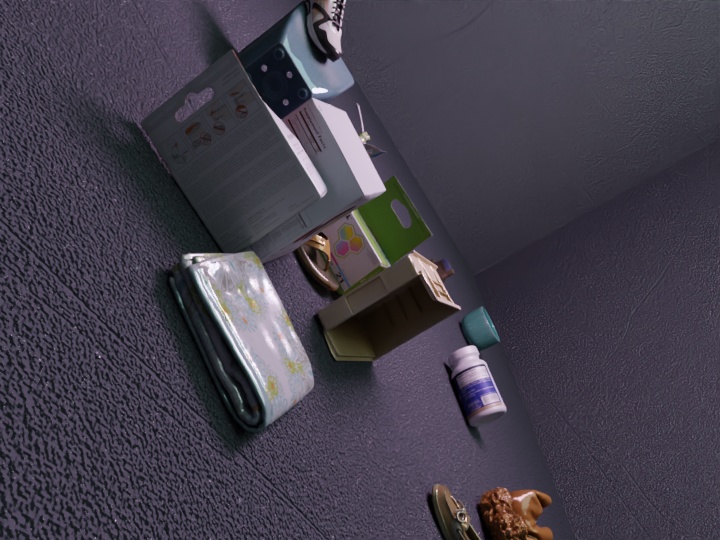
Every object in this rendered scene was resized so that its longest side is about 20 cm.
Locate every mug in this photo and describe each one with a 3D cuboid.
[{"bbox_3d":[0.477,0.250,2.205,0.187,0.112,0.153,55,16,-25],"label":"mug"}]

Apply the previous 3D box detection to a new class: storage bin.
[{"bbox_3d":[0.052,0.068,0.960,0.096,0.197,0.198,63,16,17],"label":"storage bin"}]

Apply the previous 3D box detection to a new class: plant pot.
[{"bbox_3d":[-0.149,-0.398,1.133,0.199,0.192,0.202,55,22,-21],"label":"plant pot"}]

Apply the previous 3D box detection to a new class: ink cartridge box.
[{"bbox_3d":[0.013,-0.071,1.047,0.150,0.198,0.075,58,15,15],"label":"ink cartridge box"},{"bbox_3d":[-0.159,-0.142,0.703,0.203,0.157,0.047,58,17,-11],"label":"ink cartridge box"}]

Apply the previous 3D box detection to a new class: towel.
[{"bbox_3d":[-0.128,0.072,0.652,0.204,0.047,0.171,64,16,4],"label":"towel"}]

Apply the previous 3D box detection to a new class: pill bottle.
[{"bbox_3d":[0.327,0.328,1.579,0.115,0.114,0.204,37,29,-55],"label":"pill bottle"}]

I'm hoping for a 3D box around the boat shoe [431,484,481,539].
[{"bbox_3d":[0.190,0.472,0.984,0.205,0.062,0.073,64,16,7],"label":"boat shoe"}]

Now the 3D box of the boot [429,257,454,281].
[{"bbox_3d":[0.312,-0.006,2.133,0.076,0.095,0.201,55,17,-21],"label":"boot"}]

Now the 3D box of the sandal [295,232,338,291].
[{"bbox_3d":[-0.087,-0.057,0.991,0.204,0.053,0.080,64,15,5],"label":"sandal"}]

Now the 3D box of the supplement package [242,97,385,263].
[{"bbox_3d":[-0.089,-0.130,0.837,0.150,0.197,0.191,59,16,-2],"label":"supplement package"}]

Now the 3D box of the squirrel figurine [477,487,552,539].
[{"bbox_3d":[0.341,0.589,1.213,0.198,0.140,0.190,34,38,-31],"label":"squirrel figurine"}]

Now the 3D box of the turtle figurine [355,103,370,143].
[{"bbox_3d":[-0.026,-0.320,1.480,0.195,0.141,0.203,54,20,-38],"label":"turtle figurine"}]

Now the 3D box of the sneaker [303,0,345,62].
[{"bbox_3d":[-0.065,-0.512,1.102,0.073,0.078,0.206,20,53,-58],"label":"sneaker"}]

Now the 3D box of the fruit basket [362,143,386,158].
[{"bbox_3d":[-0.054,-0.190,1.064,0.185,0.194,0.097,-27,102,-75],"label":"fruit basket"}]
